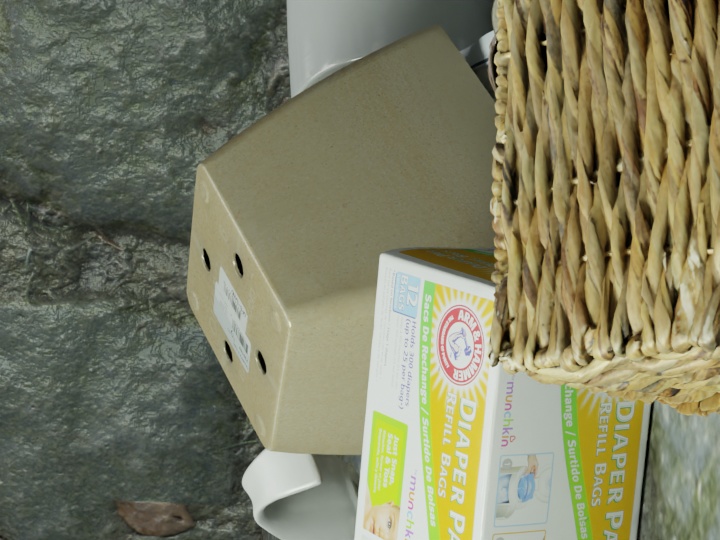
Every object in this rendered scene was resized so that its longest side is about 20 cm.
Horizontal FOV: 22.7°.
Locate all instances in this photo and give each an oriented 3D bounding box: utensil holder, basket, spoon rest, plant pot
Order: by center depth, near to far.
[{"bbox_3d":[0.146,-0.052,0.677,0.142,0.149,0.201,-14,68,48],"label":"basket"},{"bbox_3d":[0.000,0.000,1.109,0.200,0.177,0.200,59,153,32],"label":"plant pot"},{"bbox_3d":[-0.035,0.154,1.211,0.200,0.060,0.100,57,-169,-67],"label":"spoon rest"},{"bbox_3d":[0.026,-0.207,1.349,0.170,0.169,0.201,108,161,-64],"label":"utensil holder"}]

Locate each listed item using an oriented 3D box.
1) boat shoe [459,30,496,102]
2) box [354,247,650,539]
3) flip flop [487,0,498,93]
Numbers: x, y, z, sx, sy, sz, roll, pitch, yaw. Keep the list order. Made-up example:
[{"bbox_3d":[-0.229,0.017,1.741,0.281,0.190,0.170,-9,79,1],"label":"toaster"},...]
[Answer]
[{"bbox_3d":[0.090,-0.097,1.171,0.202,0.074,0.086,159,111,-72],"label":"boat shoe"},{"bbox_3d":[0.071,0.095,0.908,0.112,0.101,0.201,16,104,56],"label":"box"},{"bbox_3d":[0.102,-0.110,0.995,0.081,0.057,0.200,-52,29,35],"label":"flip flop"}]
